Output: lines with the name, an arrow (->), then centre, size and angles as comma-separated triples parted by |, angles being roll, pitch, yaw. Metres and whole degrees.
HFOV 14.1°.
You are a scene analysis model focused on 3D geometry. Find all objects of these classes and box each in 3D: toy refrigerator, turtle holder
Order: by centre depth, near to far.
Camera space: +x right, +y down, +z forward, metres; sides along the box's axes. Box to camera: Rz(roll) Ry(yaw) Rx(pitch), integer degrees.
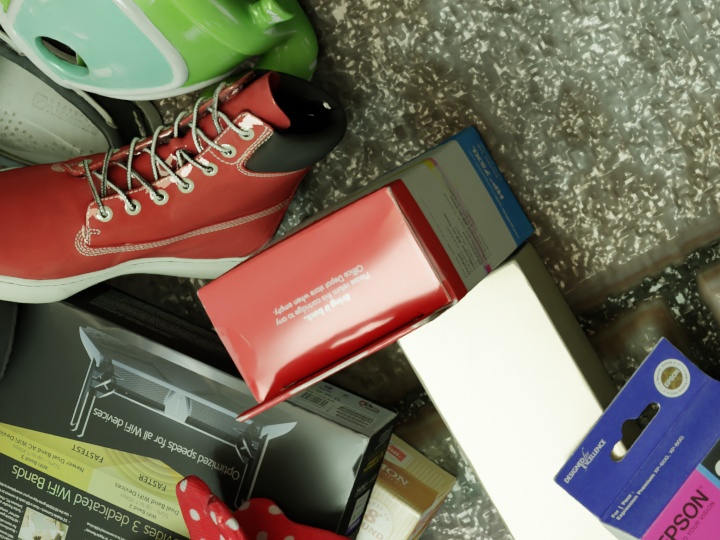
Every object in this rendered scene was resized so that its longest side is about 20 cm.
turtle holder -> -0.102, -0.149, 1.468 | 0.131, 0.185, 0.141 | -30, 61, 20
toy refrigerator -> 0.102, 0.092, 1.488 | 0.076, 0.070, 0.200 | -30, 93, 14

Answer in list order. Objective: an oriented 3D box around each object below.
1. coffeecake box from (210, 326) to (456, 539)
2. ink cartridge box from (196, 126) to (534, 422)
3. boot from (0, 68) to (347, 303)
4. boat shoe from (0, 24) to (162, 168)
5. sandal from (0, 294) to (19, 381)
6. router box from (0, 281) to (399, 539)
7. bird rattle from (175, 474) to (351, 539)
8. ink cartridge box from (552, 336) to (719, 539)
coffeecake box -> -0.069, 0.152, 1.550 | 0.153, 0.073, 0.200 | 35, 110, 7
ink cartridge box -> 0.000, 0.000, 1.424 | 0.116, 0.200, 0.067 | -29, 93, 21
boot -> -0.110, -0.051, 1.427 | 0.144, 0.199, 0.073 | -50, 54, 49
boat shoe -> -0.201, -0.100, 1.537 | 0.199, 0.060, 0.076 | 20, 108, 12
sandal -> -0.220, -0.004, 1.506 | 0.045, 0.200, 0.075 | 7, 121, -29
router box -> -0.098, 0.109, 1.482 | 0.199, 0.052, 0.158 | 24, 108, 13
bird rattle -> -0.088, 0.200, 1.422 | 0.163, 0.112, 0.201 | -3, 100, 37
ink cartridge box -> 0.200, 0.132, 1.443 | 0.200, 0.037, 0.095 | 41, 78, -6
